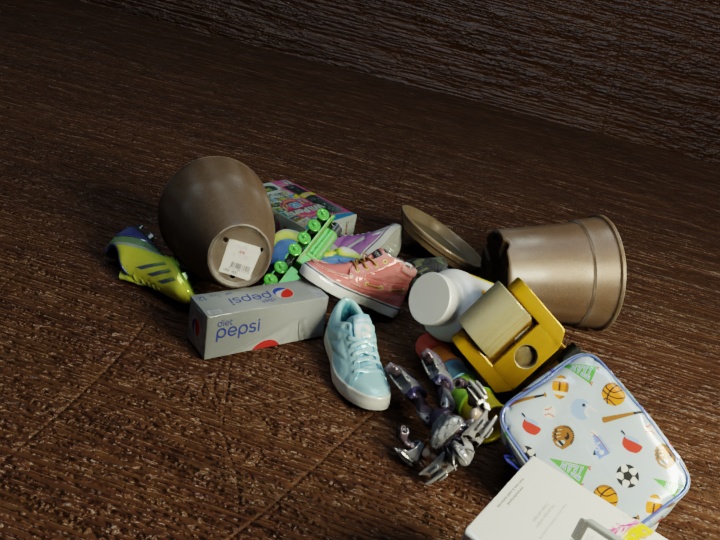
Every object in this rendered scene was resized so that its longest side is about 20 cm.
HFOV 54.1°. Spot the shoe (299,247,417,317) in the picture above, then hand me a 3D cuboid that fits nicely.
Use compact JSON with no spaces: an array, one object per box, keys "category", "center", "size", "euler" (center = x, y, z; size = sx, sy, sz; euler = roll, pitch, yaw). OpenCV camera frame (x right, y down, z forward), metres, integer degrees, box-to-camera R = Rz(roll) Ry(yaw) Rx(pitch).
[{"category":"shoe","center":[0.000,0.000,1.105],"size":[0.197,0.092,0.071],"euler":[23,9,-35]}]

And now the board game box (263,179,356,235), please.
[{"category":"board game box","center":[-0.128,-0.106,1.371],"size":[0.198,0.066,0.146],"euler":[30,31,29]}]

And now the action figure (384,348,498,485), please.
[{"category":"action figure","center":[0.093,0.174,0.860],"size":[0.129,0.070,0.201],"euler":[-34,26,3]}]

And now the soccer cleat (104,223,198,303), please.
[{"category":"soccer cleat","center":[-0.324,0.003,1.087],"size":[0.083,0.065,0.199],"euler":[-39,54,-21]}]

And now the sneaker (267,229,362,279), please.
[{"category":"sneaker","center":[-0.073,0.007,1.183],"size":[0.196,0.077,0.106],"euler":[19,46,10]}]

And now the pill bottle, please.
[{"category":"pill bottle","center":[0.156,0.059,1.051],"size":[0.198,0.106,0.104],"euler":[18,13,-49]}]

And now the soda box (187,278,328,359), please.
[{"category":"soda box","center":[-0.144,0.067,1.009],"size":[0.197,0.070,0.063],"euler":[-8,30,-37]}]

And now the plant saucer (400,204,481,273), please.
[{"category":"plant saucer","center":[0.155,-0.058,1.373],"size":[0.198,0.030,0.201],"euler":[33,17,-11]}]

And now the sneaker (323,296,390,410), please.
[{"category":"sneaker","center":[-0.006,0.107,0.975],"size":[0.072,0.084,0.201],"euler":[-1,29,-23]}]

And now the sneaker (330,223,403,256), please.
[{"category":"sneaker","center":[0.003,-0.052,1.317],"size":[0.112,0.074,0.200],"euler":[18,25,22]}]

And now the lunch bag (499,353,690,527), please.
[{"category":"lunch bag","center":[0.252,0.205,0.795],"size":[0.159,0.076,0.201],"euler":[-34,62,-3]}]

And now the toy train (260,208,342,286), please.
[{"category":"toy train","center":[-0.091,-0.023,1.131],"size":[0.056,0.042,0.201],"euler":[34,55,2]}]

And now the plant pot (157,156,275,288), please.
[{"category":"plant pot","center":[-0.202,-0.054,1.063],"size":[0.183,0.191,0.200],"euler":[0,21,-23]}]

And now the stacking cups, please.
[{"category":"stacking cups","center":[0.136,0.150,0.979],"size":[0.059,0.062,0.201],"euler":[1,28,-22]}]

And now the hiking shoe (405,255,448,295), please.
[{"category":"hiking shoe","center":[0.110,0.031,1.210],"size":[0.098,0.078,0.200],"euler":[1,18,-4]}]

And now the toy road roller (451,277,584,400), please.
[{"category":"toy road roller","center":[0.223,0.111,0.983],"size":[0.201,0.123,0.146],"euler":[48,6,-3]}]

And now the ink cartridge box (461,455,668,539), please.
[{"category":"ink cartridge box","center":[0.185,0.299,0.603],"size":[0.198,0.150,0.145],"euler":[29,29,29]}]

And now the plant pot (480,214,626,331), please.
[{"category":"plant pot","center":[0.322,0.006,1.222],"size":[0.193,0.205,0.201],"euler":[-1,27,-10]}]

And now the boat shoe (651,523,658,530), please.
[{"category":"boat shoe","center":[0.264,0.243,0.850],"size":[0.198,0.069,0.057],"euler":[33,-8,24]}]
